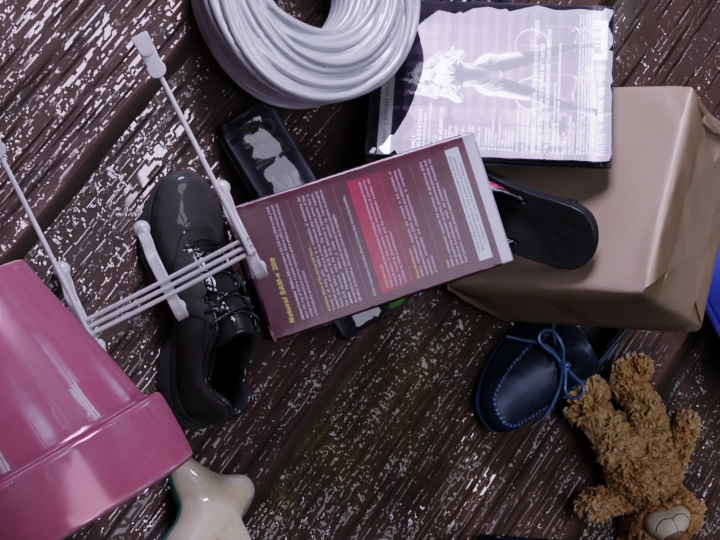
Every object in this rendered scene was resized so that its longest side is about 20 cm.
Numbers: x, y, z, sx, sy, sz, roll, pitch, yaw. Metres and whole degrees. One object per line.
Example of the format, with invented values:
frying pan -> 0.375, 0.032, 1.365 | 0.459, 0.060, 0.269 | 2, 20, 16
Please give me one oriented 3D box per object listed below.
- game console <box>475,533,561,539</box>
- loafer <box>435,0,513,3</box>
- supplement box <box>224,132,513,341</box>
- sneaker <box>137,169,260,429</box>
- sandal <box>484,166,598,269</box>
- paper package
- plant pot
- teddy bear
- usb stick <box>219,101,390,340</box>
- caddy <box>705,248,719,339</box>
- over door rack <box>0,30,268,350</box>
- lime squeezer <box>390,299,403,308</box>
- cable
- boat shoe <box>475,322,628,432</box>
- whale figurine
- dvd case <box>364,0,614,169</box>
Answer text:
game console -> 0.146, 0.330, 1.628 | 0.175, 0.116, 0.201 | 10, 83, -35
loafer -> 0.096, -0.194, 1.638 | 0.072, 0.063, 0.201 | 30, 72, -30
supplement box -> 0.006, -0.026, 1.490 | 0.199, 0.061, 0.109 | -17, 90, -11
sneaker -> -0.114, 0.021, 1.466 | 0.076, 0.091, 0.201 | -11, 94, -33
sandal -> 0.096, -0.047, 1.555 | 0.045, 0.199, 0.075 | -31, 130, -50
paper package -> 0.196, -0.053, 1.615 | 0.103, 0.199, 0.191 | 30, 69, -48
plant pot -> -0.243, 0.101, 1.323 | 0.200, 0.200, 0.179 | -31, 91, -32
teddy bear -> 0.253, 0.173, 1.737 | 0.145, 0.067, 0.201 | -10, 96, -34
usb stick -> -0.044, -0.038, 1.529 | 0.055, 0.033, 0.200 | -32, 95, -16
caddy -> 0.372, 0.017, 1.810 | 0.200, 0.105, 0.141 | 60, 37, -18
over door rack -> -0.174, -0.055, 1.411 | 0.147, 0.067, 0.201 | -27, 93, -3
lime squeezer -> 0.000, 0.000, 1.581 | 0.199, 0.038, 0.071 | -9, 94, -35
cable -> -0.046, -0.227, 1.523 | 0.200, 0.069, 0.200 | -45, 107, -30
boat shoe -> 0.178, 0.063, 1.687 | 0.200, 0.069, 0.084 | -48, 115, -26
whale figurine -> -0.127, 0.246, 1.462 | 0.159, 0.104, 0.201 | 21, 53, -33
dvd case -> 0.107, -0.154, 1.577 | 0.199, 0.016, 0.149 | 2, 65, 4
